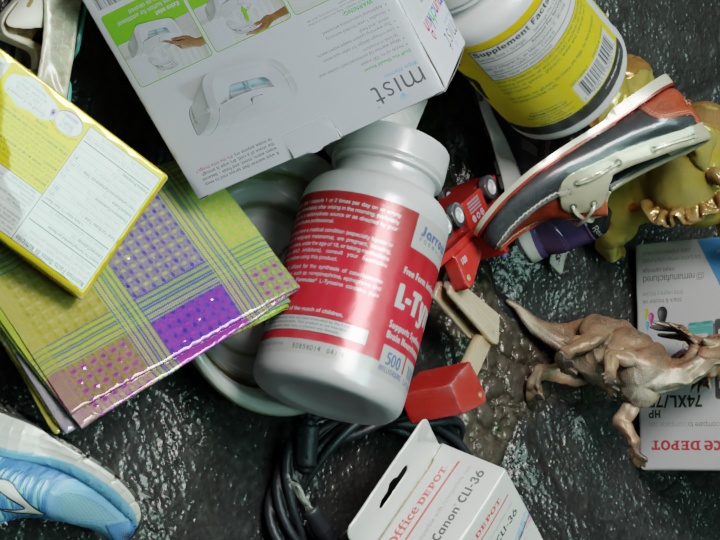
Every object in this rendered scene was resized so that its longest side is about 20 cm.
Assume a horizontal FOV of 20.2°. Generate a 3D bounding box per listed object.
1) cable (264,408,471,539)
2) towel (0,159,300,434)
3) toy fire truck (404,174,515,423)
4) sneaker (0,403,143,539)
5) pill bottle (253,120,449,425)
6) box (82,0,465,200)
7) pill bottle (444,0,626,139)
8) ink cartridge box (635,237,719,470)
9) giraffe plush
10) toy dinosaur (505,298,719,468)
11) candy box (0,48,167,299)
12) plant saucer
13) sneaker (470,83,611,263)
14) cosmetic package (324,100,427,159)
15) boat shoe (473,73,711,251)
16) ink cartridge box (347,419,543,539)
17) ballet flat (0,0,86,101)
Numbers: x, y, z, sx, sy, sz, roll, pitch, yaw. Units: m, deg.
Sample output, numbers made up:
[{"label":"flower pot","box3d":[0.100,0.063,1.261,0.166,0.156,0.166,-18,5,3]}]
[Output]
[{"label":"cable","box3d":[0.017,0.177,1.560,0.199,0.051,0.165,16,76,-39]},{"label":"towel","box3d":[-0.158,0.011,1.379,0.199,0.023,0.144,-31,72,-25]},{"label":"toy fire truck","box3d":[0.077,0.019,1.589,0.200,0.048,0.142,-40,111,-56]},{"label":"sneaker","box3d":[-0.236,0.141,1.347,0.199,0.078,0.090,31,86,-31]},{"label":"pill bottle","box3d":[0.000,0.000,1.455,0.112,0.112,0.201,28,69,-35]},{"label":"box","box3d":[-0.058,-0.171,1.356,0.177,0.199,0.097,59,23,-18]},{"label":"pill bottle","box3d":[0.109,-0.195,1.523,0.200,0.114,0.115,41,61,-45]},{"label":"ink cartridge box","box3d":[0.342,0.076,1.782,0.145,0.146,0.202,3,84,-44]},{"label":"giraffe plush","box3d":[0.251,-0.092,1.698,0.172,0.161,0.202,24,72,-46]},{"label":"toy dinosaur","box3d":[0.220,0.070,1.700,0.136,0.199,0.086,-46,153,-37]},{"label":"candy box","box3d":[-0.235,-0.080,1.331,0.200,0.026,0.103,38,82,-14]},{"label":"plant saucer","box3d":[-0.071,0.007,1.500,0.199,0.050,0.202,4,85,-40]},{"label":"sneaker","box3d":[0.151,-0.113,1.649,0.076,0.087,0.202,9,64,-72]},{"label":"cosmetic package","box3d":[-0.018,-0.152,1.516,0.200,0.050,0.083,53,51,-51]},{"label":"boat shoe","box3d":[0.179,-0.072,1.574,0.199,0.071,0.063,-36,83,-7]},{"label":"ink cartridge box","box3d":[0.073,0.217,1.544,0.117,0.067,0.200,-55,140,-22]},{"label":"ballet flat","box3d":[-0.224,-0.142,1.374,0.062,0.067,0.202,10,79,-29]}]
